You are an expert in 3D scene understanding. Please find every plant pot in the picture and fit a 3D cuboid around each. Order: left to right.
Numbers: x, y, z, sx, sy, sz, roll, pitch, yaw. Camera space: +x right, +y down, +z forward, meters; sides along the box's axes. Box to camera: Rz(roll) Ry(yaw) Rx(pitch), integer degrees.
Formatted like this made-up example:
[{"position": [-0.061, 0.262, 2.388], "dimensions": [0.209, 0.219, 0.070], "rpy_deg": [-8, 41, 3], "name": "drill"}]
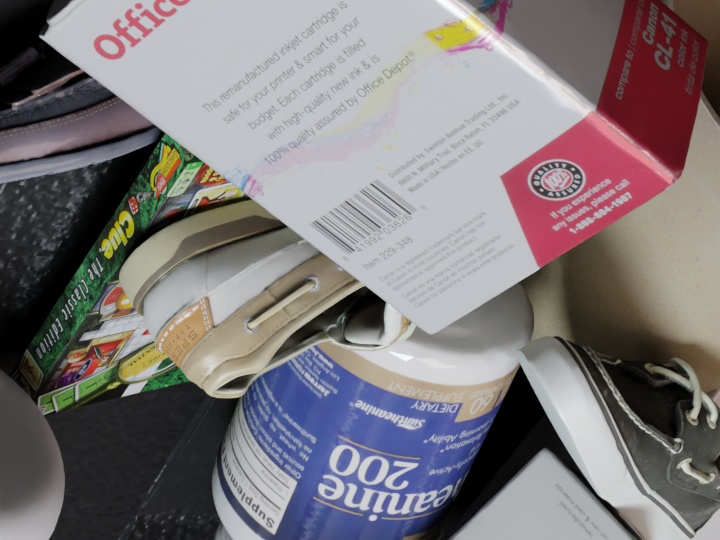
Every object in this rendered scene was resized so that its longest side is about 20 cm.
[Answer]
[{"position": [0.161, -0.024, 1.156], "dimensions": [0.187, 0.188, 0.200], "rpy_deg": [2, 145, -35], "name": "plant pot"}]

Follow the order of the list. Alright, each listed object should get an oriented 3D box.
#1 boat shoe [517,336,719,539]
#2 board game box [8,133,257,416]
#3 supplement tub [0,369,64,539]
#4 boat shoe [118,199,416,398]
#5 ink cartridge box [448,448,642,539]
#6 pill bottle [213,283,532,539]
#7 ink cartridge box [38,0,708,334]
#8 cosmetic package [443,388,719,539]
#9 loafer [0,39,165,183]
[{"position": [0.125, 0.067, 1.108], "dimensions": [0.064, 0.071, 0.200], "rpy_deg": [-33, 152, 6], "name": "boat shoe"}, {"position": [-0.074, -0.003, 1.067], "dimensions": [0.105, 0.023, 0.200], "rpy_deg": [-16, 156, -38], "name": "board game box"}, {"position": [-0.228, 0.133, 1.060], "dimensions": [0.145, 0.146, 0.200], "rpy_deg": [9, 125, -40], "name": "supplement tub"}, {"position": [0.000, 0.000, 1.041], "dimensions": [0.200, 0.069, 0.075], "rpy_deg": [-20, 158, -28], "name": "boat shoe"}, {"position": [0.043, 0.178, 1.161], "dimensions": [0.200, 0.067, 0.116], "rpy_deg": [-44, 165, 2], "name": "ink cartridge box"}, {"position": [-0.004, 0.079, 1.170], "dimensions": [0.111, 0.111, 0.200], "rpy_deg": [-2, 131, -32], "name": "pill bottle"}, {"position": [0.007, -0.086, 0.930], "dimensions": [0.200, 0.086, 0.147], "rpy_deg": [39, 137, -20], "name": "ink cartridge box"}, {"position": [0.124, 0.132, 1.279], "dimensions": [0.200, 0.085, 0.108], "rpy_deg": [-51, 135, 1], "name": "cosmetic package"}, {"position": [-0.091, -0.085, 1.005], "dimensions": [0.200, 0.072, 0.063], "rpy_deg": [-17, 108, -24], "name": "loafer"}]
